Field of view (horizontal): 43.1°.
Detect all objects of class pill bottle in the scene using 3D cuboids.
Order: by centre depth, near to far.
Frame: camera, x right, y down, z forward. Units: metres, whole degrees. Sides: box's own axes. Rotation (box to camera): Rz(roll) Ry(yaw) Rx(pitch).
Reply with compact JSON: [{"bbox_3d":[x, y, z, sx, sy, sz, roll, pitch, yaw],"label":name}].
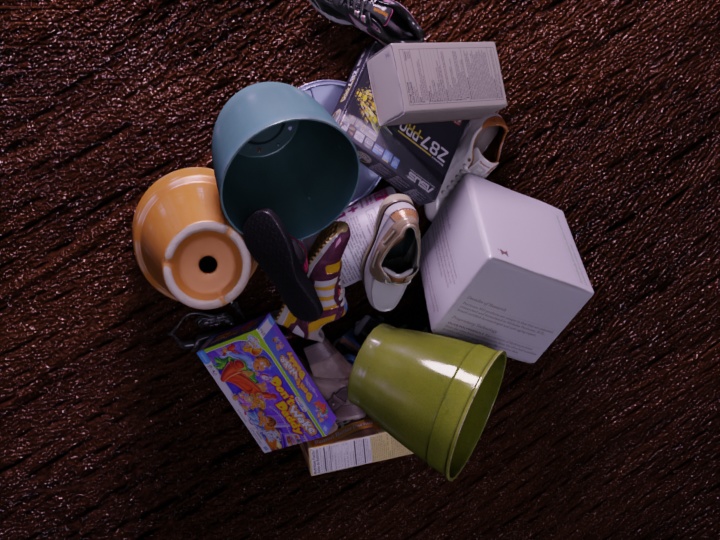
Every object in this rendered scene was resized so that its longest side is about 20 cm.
[{"bbox_3d":[-0.018,-0.040,1.408,0.197,0.114,0.115,-24,112,3],"label":"pill bottle"}]

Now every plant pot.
[{"bbox_3d":[-0.119,-0.166,1.272,0.197,0.162,0.203,-14,134,-15],"label":"plant pot"},{"bbox_3d":[-0.231,-0.032,1.322,0.196,0.183,0.204,-4,108,-13],"label":"plant pot"},{"bbox_3d":[0.090,0.173,1.346,0.190,0.200,0.204,24,103,19],"label":"plant pot"}]

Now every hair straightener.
[{"bbox_3d":[-0.208,0.081,1.448,0.196,0.041,0.078,-6,108,-8],"label":"hair straightener"}]

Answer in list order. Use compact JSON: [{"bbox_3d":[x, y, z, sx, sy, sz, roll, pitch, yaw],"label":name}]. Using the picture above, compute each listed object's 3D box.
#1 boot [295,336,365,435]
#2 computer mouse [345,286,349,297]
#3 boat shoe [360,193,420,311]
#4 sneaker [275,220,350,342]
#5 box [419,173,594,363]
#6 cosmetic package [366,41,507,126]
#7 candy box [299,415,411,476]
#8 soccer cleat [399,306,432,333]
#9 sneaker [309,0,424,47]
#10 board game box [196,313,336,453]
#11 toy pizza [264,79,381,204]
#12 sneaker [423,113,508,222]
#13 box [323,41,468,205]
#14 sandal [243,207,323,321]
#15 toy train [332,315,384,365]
[{"bbox_3d":[-0.090,0.196,1.450,0.197,0.070,0.148,-20,101,26],"label":"boot"},{"bbox_3d":[0.000,0.000,1.475,0.199,0.034,0.059,-39,113,0],"label":"computer mouse"},{"bbox_3d":[0.046,-0.010,1.329,0.073,0.069,0.202,-6,132,-13],"label":"boat shoe"},{"bbox_3d":[-0.047,0.017,1.329,0.089,0.075,0.201,27,124,-9],"label":"sneaker"},{"bbox_3d":[0.217,-0.003,1.415,0.197,0.201,0.172,17,129,-21],"label":"box"},{"bbox_3d":[0.115,-0.277,1.351,0.197,0.073,0.106,-9,87,-32],"label":"cosmetic package"},{"bbox_3d":[-0.001,0.271,1.514,0.196,0.115,0.056,-10,109,-11],"label":"candy box"},{"bbox_3d":[0.107,0.099,1.519,0.080,0.068,0.202,26,99,-9],"label":"soccer cleat"},{"bbox_3d":[0.017,-0.384,1.332,0.197,0.086,0.081,21,99,-19],"label":"sneaker"},{"bbox_3d":[-0.144,0.177,1.401,0.133,0.045,0.202,-21,108,34],"label":"board game box"},{"bbox_3d":[-0.052,-0.191,1.403,0.196,0.032,0.204,-4,106,-13],"label":"toy pizza"},{"bbox_3d":[0.166,-0.158,1.443,0.072,0.085,0.202,23,104,-21],"label":"sneaker"},{"bbox_3d":[0.057,-0.220,1.378,0.199,0.049,0.163,34,70,-24],"label":"box"},{"bbox_3d":[-0.102,-0.013,1.260,0.045,0.074,0.202,-58,139,-35],"label":"sandal"},{"bbox_3d":[0.049,0.156,1.477,0.199,0.087,0.115,37,102,7],"label":"toy train"}]
